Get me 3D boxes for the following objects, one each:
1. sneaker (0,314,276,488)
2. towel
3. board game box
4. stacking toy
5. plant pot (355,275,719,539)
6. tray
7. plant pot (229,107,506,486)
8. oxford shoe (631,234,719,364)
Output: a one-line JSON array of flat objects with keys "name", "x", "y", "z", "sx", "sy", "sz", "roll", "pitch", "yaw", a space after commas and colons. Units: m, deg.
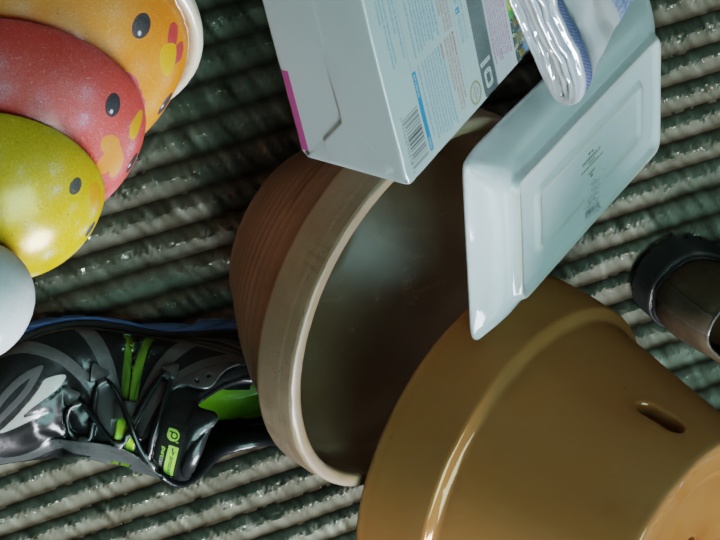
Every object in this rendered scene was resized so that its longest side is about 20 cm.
[{"name": "sneaker", "x": -0.114, "y": 0.068, "z": 1.225, "sx": 0.199, "sy": 0.083, "sz": 0.071, "roll": -4, "pitch": 123, "yaw": -26}, {"name": "towel", "x": 0.123, "y": -0.193, "z": 1.140, "sx": 0.200, "sy": 0.024, "sz": 0.147, "roll": -59, "pitch": 146, "yaw": -24}, {"name": "board game box", "x": 0.037, "y": -0.160, "z": 1.101, "sx": 0.200, "sy": 0.064, "sz": 0.148, "roll": -47, "pitch": 139, "yaw": -35}, {"name": "stacking toy", "x": -0.150, "y": -0.044, "z": 1.033, "sx": 0.146, "sy": 0.200, "sz": 0.146, "roll": 4, "pitch": 146, "yaw": 3}, {"name": "plant pot", "x": 0.114, "y": 0.119, "z": 1.246, "sx": 0.200, "sy": 0.140, "sz": 0.201, "roll": -35, "pitch": 138, "yaw": -39}, {"name": "tray", "x": 0.109, "y": -0.056, "z": 1.225, "sx": 0.200, "sy": 0.022, "sz": 0.108, "roll": -45, "pitch": 141, "yaw": -44}, {"name": "plant pot", "x": 0.000, "y": 0.000, "z": 1.212, "sx": 0.201, "sy": 0.093, "sz": 0.201, "roll": -34, "pitch": 138, "yaw": -37}, {"name": "oxford shoe", "x": 0.253, "y": 0.040, "z": 1.404, "sx": 0.200, "sy": 0.084, "sz": 0.073, "roll": 9, "pitch": 115, "yaw": -34}]
